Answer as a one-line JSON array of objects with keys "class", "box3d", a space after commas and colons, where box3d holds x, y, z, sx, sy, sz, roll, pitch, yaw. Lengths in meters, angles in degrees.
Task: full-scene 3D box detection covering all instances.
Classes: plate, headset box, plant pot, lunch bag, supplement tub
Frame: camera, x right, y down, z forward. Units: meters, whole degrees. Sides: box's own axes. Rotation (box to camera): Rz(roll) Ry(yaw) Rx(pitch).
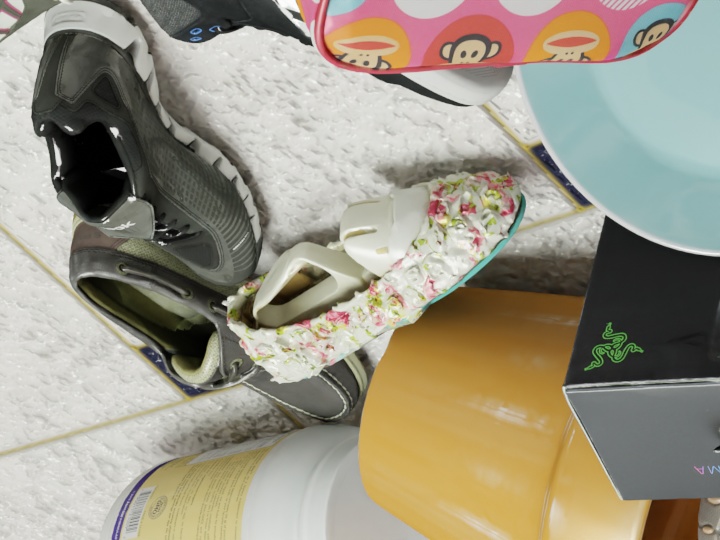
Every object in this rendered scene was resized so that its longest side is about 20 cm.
[{"class": "plate", "box3d": [0.161, -0.106, 1.309, 0.199, 0.026, 0.202, 10, 110, 28]}, {"class": "headset box", "box3d": [0.201, 0.011, 1.359, 0.173, 0.201, 0.093, -3, 139, 27]}, {"class": "plant pot", "box3d": [0.107, 0.093, 1.528, 0.182, 0.201, 0.201, 18, 147, 27]}, {"class": "lunch bag", "box3d": [0.069, -0.171, 1.200, 0.199, 0.082, 0.177, -4, 134, -28]}, {"class": "supplement tub", "box3d": [-0.042, 0.168, 1.689, 0.199, 0.146, 0.145, -15, 133, 45]}]

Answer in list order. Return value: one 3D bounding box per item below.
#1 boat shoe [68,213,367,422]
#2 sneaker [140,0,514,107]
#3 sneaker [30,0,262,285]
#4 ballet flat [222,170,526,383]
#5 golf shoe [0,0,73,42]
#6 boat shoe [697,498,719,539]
[{"class": "boat shoe", "box3d": [-0.084, 0.035, 1.617, 0.200, 0.066, 0.072, 37, 139, -24]}, {"class": "sneaker", "box3d": [-0.028, -0.131, 1.387, 0.200, 0.073, 0.112, 35, 144, -9]}, {"class": "sneaker", "box3d": [-0.117, -0.045, 1.508, 0.066, 0.091, 0.200, -5, 138, 28]}, {"class": "ballet flat", "box3d": [0.000, 0.000, 1.520, 0.064, 0.076, 0.200, 32, 132, -26]}, {"class": "golf shoe", "box3d": [-0.179, -0.140, 1.428, 0.088, 0.078, 0.200, 14, 144, -7]}, {"class": "boat shoe", "box3d": [0.241, 0.076, 1.453, 0.073, 0.201, 0.074, 21, -170, -47]}]
